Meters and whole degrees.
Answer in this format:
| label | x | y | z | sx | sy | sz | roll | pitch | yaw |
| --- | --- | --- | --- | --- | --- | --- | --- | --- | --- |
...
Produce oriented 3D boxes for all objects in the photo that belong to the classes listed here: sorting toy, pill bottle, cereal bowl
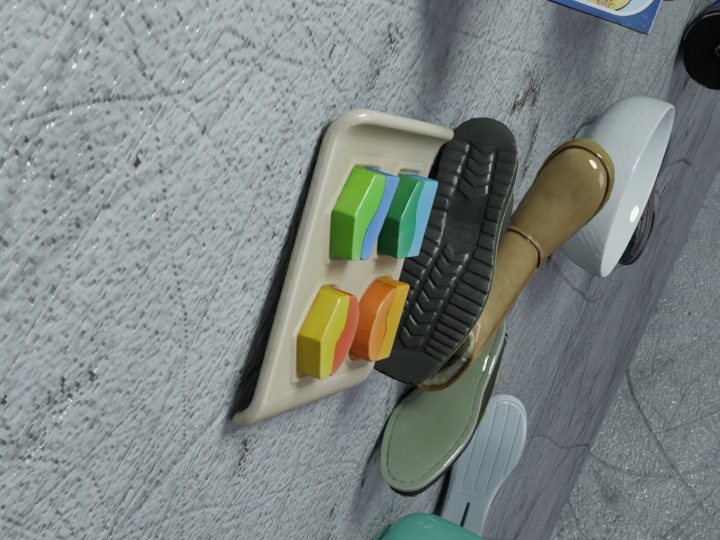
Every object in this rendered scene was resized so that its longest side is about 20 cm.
| label | x | y | z | sx | sy | sz | roll | pitch | yaw |
| --- | --- | --- | --- | --- | --- | --- | --- | --- | --- |
| sorting toy | 0.000 | 0.000 | 0.764 | 0.185 | 0.036 | 0.202 | -7 | 119 | -69 |
| pill bottle | 0.537 | -0.337 | 1.730 | 0.200 | 0.111 | 0.113 | -40 | 148 | -54 |
| cereal bowl | 0.266 | -0.099 | 1.307 | 0.201 | 0.083 | 0.201 | -53 | 156 | -35 |

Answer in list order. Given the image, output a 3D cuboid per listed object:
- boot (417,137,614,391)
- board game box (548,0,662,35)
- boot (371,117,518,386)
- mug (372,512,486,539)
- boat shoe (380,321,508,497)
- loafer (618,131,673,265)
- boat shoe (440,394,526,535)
| label | x | y | z | sx | sy | sz | roll | pitch | yaw |
| --- | --- | --- | --- | --- | --- | --- | --- | --- | --- |
| boot | 0.129 | -0.003 | 1.019 | 0.200 | 0.066 | 0.176 | -48 | 172 | -44 |
| board game box | 0.138 | -0.255 | 0.692 | 0.034 | 0.134 | 0.202 | -88 | -165 | -76 |
| boot | 0.077 | -0.001 | 0.925 | 0.202 | 0.077 | 0.138 | -64 | 166 | -6 |
| mug | 0.048 | 0.328 | 1.161 | 0.186 | 0.114 | 0.152 | -62 | 161 | -12 |
| boat shoe | 0.078 | 0.123 | 1.068 | 0.202 | 0.071 | 0.061 | -58 | 156 | -32 |
| loafer | 0.361 | -0.106 | 1.611 | 0.063 | 0.072 | 0.202 | -2 | 109 | -48 |
| boat shoe | 0.131 | 0.225 | 1.368 | 0.062 | 0.071 | 0.202 | -89 | -161 | -72 |
